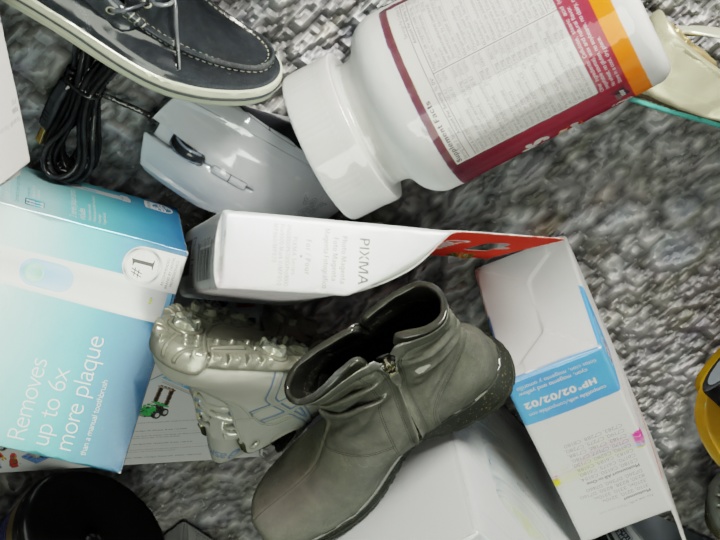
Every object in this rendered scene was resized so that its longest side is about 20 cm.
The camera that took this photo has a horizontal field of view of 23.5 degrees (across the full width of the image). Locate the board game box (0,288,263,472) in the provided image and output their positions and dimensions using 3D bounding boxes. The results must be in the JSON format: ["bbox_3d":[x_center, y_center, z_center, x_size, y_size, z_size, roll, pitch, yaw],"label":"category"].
[{"bbox_3d":[-0.162,0.071,1.125,0.198,0.035,0.127,-2,127,-7],"label":"board game box"}]

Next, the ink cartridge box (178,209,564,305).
[{"bbox_3d":[0.000,0.000,1.024,0.198,0.162,0.058,9,85,-12],"label":"ink cartridge box"}]

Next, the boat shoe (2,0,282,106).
[{"bbox_3d":[-0.124,-0.152,0.936,0.199,0.075,0.062,28,126,-21],"label":"boat shoe"}]

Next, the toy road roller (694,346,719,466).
[{"bbox_3d":[0.301,0.054,1.137,0.123,0.146,0.200,41,80,-3],"label":"toy road roller"}]

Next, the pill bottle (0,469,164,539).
[{"bbox_3d":[-0.224,0.231,1.183,0.111,0.113,0.200,24,131,-24],"label":"pill bottle"}]

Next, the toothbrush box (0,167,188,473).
[{"bbox_3d":[-0.216,0.017,1.014,0.198,0.085,0.148,16,106,-15],"label":"toothbrush box"}]

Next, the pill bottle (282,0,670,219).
[{"bbox_3d":[0.063,-0.113,0.971,0.199,0.110,0.110,-26,127,12],"label":"pill bottle"}]

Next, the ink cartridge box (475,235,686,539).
[{"bbox_3d":[0.146,0.092,1.139,0.067,0.116,0.201,-21,127,10],"label":"ink cartridge box"}]

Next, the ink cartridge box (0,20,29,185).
[{"bbox_3d":[-0.261,-0.130,0.869,0.145,0.083,0.202,-8,104,7],"label":"ink cartridge box"}]

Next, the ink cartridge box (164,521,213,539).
[{"bbox_3d":[-0.122,0.294,1.299,0.176,0.045,0.200,-39,123,19],"label":"ink cartridge box"}]

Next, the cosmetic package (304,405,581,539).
[{"bbox_3d":[0.065,0.180,1.140,0.122,0.201,0.199,-32,126,16],"label":"cosmetic package"}]

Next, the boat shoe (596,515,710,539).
[{"bbox_3d":[0.253,0.248,1.301,0.198,0.074,0.068,27,115,-26],"label":"boat shoe"}]

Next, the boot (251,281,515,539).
[{"bbox_3d":[-0.012,0.082,1.014,0.200,0.068,0.130,-39,147,12],"label":"boot"}]

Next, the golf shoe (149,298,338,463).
[{"bbox_3d":[-0.069,0.074,1.032,0.200,0.078,0.098,13,104,-63],"label":"golf shoe"}]

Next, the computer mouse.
[{"bbox_3d":[-0.089,-0.071,1.022,0.198,0.044,0.110,19,121,-22],"label":"computer mouse"}]

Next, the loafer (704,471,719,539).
[{"bbox_3d":[0.339,0.167,1.267,0.198,0.076,0.070,1,159,-11],"label":"loafer"}]

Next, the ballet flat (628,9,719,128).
[{"bbox_3d":[0.243,-0.103,1.041,0.198,0.070,0.070,20,122,-21],"label":"ballet flat"}]
